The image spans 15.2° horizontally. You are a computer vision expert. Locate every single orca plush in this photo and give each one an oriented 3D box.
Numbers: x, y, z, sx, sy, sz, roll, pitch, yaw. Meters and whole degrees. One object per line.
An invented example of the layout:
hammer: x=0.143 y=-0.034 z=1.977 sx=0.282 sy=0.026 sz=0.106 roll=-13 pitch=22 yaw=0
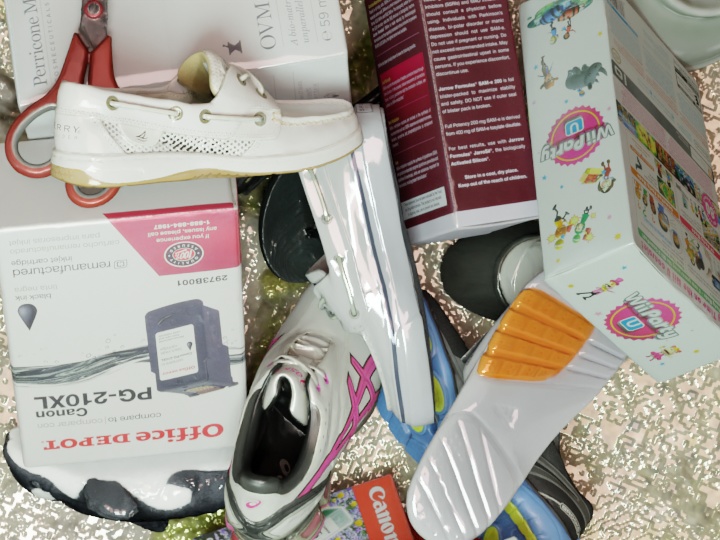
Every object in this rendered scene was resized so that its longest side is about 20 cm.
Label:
orca plush: x=-0.124 y=0.130 z=1.716 sx=0.199 sy=0.071 sz=0.105 roll=-10 pitch=46 yaw=-12

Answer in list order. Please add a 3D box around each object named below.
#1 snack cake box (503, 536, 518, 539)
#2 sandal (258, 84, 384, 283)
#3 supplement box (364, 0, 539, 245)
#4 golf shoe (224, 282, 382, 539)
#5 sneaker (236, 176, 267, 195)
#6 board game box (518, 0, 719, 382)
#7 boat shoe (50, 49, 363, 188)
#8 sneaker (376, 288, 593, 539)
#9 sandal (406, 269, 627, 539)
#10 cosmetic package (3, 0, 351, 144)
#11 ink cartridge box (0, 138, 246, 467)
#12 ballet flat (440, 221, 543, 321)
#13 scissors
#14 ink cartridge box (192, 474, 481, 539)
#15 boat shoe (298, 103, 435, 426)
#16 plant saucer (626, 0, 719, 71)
snack cake box: x=0.064 y=0.253 z=1.643 sx=0.115 sy=0.200 sz=0.067 roll=-21 pitch=55 yaw=-3
sandal: x=0.011 y=-0.073 z=1.706 sx=0.200 sy=0.048 sz=0.075 roll=-47 pitch=111 yaw=-2
supplement box: x=0.052 y=-0.122 z=1.645 sx=0.061 sy=0.109 sz=0.201 roll=-9 pitch=88 yaw=-16
golf shoe: x=-0.030 y=0.076 z=1.650 sx=0.072 sy=0.092 sz=0.201 roll=12 pitch=58 yaw=8
sneaker: x=-0.119 y=-0.062 z=1.700 sx=0.200 sy=0.072 sz=0.073 roll=-31 pitch=84 yaw=-5
board game box: x=0.161 y=-0.056 z=1.627 sx=0.064 sy=0.147 sz=0.201 roll=-22 pitch=52 yaw=24
boat shoe: x=-0.082 y=-0.090 z=1.528 sx=0.199 sy=0.071 sz=0.070 roll=-8 pitch=104 yaw=-36
sneaker: x=0.076 y=0.098 z=1.712 sx=0.200 sy=0.083 sz=0.071 roll=55 pitch=130 yaw=11
sandal: x=0.088 y=0.077 z=1.649 sx=0.079 sy=0.059 sz=0.207 roll=42 pitch=74 yaw=-11
cosmetic package: x=-0.118 y=-0.180 z=1.644 sx=0.199 sy=0.123 sz=0.200 roll=-10 pitch=70 yaw=-1
ink cartridge box: x=-0.144 y=0.018 z=1.634 sx=0.144 sy=0.085 sz=0.201 roll=-5 pitch=133 yaw=-5
ballet flat: x=0.151 y=0.006 z=1.710 sx=0.199 sy=0.068 sz=0.068 roll=6 pitch=91 yaw=-2
scissors: x=-0.148 y=-0.136 z=1.555 sx=0.073 sy=0.014 sz=0.201 roll=16 pitch=81 yaw=2
ink cartridge box: x=0.004 y=0.190 z=1.686 sx=0.199 sy=0.050 sz=0.109 roll=-18 pitch=50 yaw=-2
boat shoe: x=0.000 y=0.000 z=1.642 sx=0.066 sy=0.074 sz=0.201 roll=-10 pitch=96 yaw=4
plant saucer: x=0.210 y=-0.215 z=1.677 sx=0.199 sy=0.050 sz=0.201 roll=-9 pitch=112 yaw=-23
